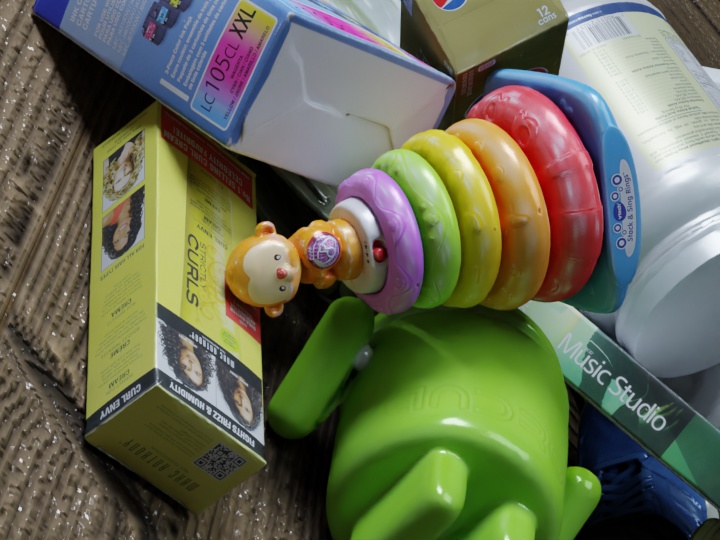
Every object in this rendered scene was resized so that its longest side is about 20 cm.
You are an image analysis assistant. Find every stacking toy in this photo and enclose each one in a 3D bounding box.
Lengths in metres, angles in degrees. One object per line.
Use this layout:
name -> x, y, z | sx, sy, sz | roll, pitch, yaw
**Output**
stacking toy -> 0.025, -0.020, 1.169 | 0.199, 0.110, 0.117 | -15, 108, -28

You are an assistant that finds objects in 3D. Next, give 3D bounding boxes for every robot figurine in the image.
robot figurine -> 0.045, 0.087, 1.215 | 0.175, 0.116, 0.200 | 35, 29, -16

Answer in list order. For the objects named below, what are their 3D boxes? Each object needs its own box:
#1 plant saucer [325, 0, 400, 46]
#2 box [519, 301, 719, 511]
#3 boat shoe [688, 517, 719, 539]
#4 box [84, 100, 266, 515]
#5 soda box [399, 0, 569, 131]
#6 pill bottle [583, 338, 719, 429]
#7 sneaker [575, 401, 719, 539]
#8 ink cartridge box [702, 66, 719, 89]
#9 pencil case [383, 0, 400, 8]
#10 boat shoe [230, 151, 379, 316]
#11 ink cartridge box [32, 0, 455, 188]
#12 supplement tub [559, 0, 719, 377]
plant saucer -> -0.020, -0.124, 1.441 | 0.200, 0.050, 0.201 | 42, 28, -29
box -> 0.163, 0.082, 1.333 | 0.200, 0.036, 0.144 | 39, 1, 13
boat shoe -> 0.216, 0.220, 1.331 | 0.072, 0.065, 0.201 | -40, 128, -37
box -> -0.086, 0.013, 1.144 | 0.075, 0.050, 0.201 | 38, 29, -31
soda box -> 0.063, -0.109, 1.319 | 0.064, 0.067, 0.200 | 62, -8, 15
pill bottle -> 0.234, 0.077, 1.588 | 0.200, 0.111, 0.112 | 18, 44, -54
sneaker -> 0.157, 0.143, 1.401 | 0.111, 0.076, 0.201 | 37, 35, -55
ink cartridge box -> 0.250, -0.055, 1.625 | 0.083, 0.199, 0.146 | -10, 111, -65
pencil case -> 0.024, -0.223, 1.608 | 0.091, 0.083, 0.201 | 76, 0, -53
boat shoe -> 0.000, 0.000, 1.322 | 0.200, 0.072, 0.062 | 52, 48, -1
ink cartridge box -> -0.069, -0.119, 1.239 | 0.200, 0.077, 0.136 | 33, 10, 39
supplement tub -> 0.163, -0.051, 1.451 | 0.145, 0.145, 0.200 | 20, 32, -52
